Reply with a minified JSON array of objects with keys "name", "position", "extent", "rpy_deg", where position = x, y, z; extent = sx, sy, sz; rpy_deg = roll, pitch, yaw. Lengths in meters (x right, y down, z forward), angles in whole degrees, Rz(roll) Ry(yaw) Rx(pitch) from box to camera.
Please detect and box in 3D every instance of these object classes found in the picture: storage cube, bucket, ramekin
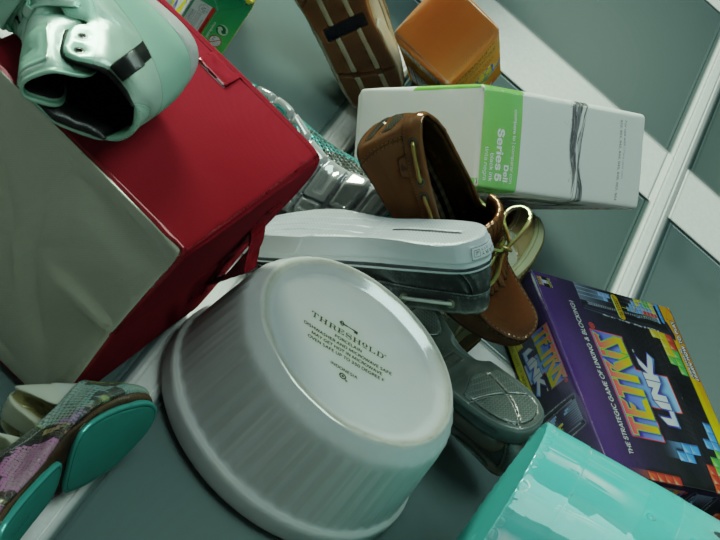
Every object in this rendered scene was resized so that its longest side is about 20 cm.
[{"name":"storage cube","position":[-0.167,-0.050,1.224],"extent":[0.200,0.171,0.180],"rpy_deg":[45,34,3]},{"name":"bucket","position":[0.125,0.207,1.226],"extent":[0.135,0.207,0.207],"rpy_deg":[34,33,3]},{"name":"ramekin","position":[-0.027,0.080,1.296],"extent":[0.202,0.094,0.203],"rpy_deg":[27,37,-23]}]

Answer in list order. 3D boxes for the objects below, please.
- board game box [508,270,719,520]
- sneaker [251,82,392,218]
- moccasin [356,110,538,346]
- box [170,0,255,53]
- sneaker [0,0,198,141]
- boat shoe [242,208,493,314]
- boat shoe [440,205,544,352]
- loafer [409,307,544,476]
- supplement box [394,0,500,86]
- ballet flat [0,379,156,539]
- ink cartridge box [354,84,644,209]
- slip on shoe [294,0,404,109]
[{"name":"board game box","position":[0.210,0.106,1.550],"extent":[0.165,0.057,0.200],"rpy_deg":[15,43,-37]},{"name":"sneaker","position":[-0.039,-0.072,1.488],"extent":[0.200,0.078,0.091],"rpy_deg":[41,8,7]},{"name":"moccasin","position":[0.078,-0.031,1.414],"extent":[0.074,0.078,0.202],"rpy_deg":[-45,113,-45]},{"name":"box","position":[-0.112,-0.231,1.528],"extent":[0.048,0.117,0.200],"rpy_deg":[30,35,-12]},{"name":"sneaker","position":[-0.188,-0.156,1.099],"extent":[0.200,0.074,0.118],"rpy_deg":[38,28,-8]},{"name":"boat shoe","position":[0.000,0.000,1.381],"extent":[0.200,0.071,0.072],"rpy_deg":[6,21,28]},{"name":"boat shoe","position":[0.091,-0.006,1.532],"extent":[0.066,0.074,0.200],"rpy_deg":[45,33,-8]},{"name":"loafer","position":[0.046,0.076,1.411],"extent":[0.072,0.063,0.200],"rpy_deg":[-23,52,-39]},{"name":"supplement box","position":[0.078,-0.185,1.635],"extent":[0.069,0.067,0.200],"rpy_deg":[43,1,5]},{"name":"ballet flat","position":[-0.194,0.108,1.128],"extent":[0.071,0.069,0.200],"rpy_deg":[28,32,12]},{"name":"ink cartridge box","position":[0.115,-0.099,1.582],"extent":[0.200,0.145,0.084],"rpy_deg":[6,88,-43]},{"name":"slip on shoe","position":[-0.014,-0.231,1.620],"extent":[0.061,0.076,0.200],"rpy_deg":[-89,156,-65]}]
